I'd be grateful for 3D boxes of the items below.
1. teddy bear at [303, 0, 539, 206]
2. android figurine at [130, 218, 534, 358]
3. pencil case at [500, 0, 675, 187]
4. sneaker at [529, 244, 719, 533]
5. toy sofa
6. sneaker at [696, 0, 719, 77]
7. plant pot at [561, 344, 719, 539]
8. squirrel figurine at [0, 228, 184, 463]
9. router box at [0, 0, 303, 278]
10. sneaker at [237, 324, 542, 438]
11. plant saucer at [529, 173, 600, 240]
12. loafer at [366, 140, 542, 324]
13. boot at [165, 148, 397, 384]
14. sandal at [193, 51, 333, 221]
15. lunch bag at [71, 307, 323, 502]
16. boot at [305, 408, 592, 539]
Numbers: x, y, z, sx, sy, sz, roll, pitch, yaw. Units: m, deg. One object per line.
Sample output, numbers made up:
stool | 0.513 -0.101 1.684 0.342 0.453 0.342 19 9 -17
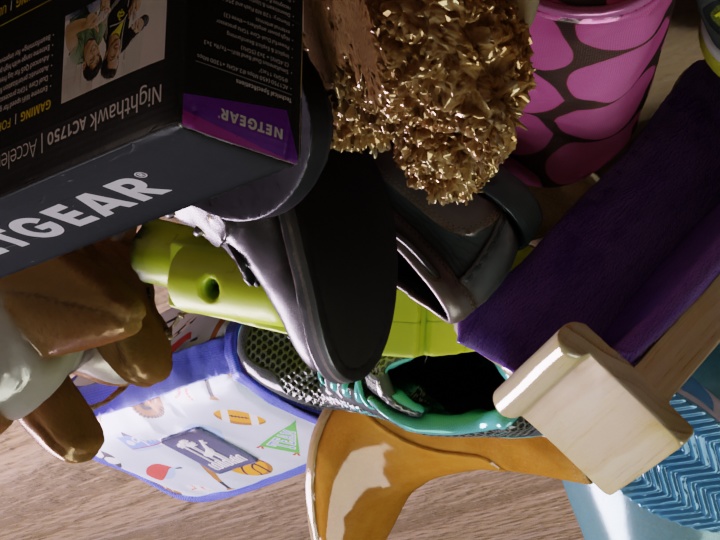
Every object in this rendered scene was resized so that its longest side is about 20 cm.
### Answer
teddy bear | 0.014 -0.089 0.760 0.067 0.145 0.200 -16 171 -11
android figurine | 0.000 0.000 0.988 0.200 0.041 0.182 11 -165 36
pencil case | 0.071 -0.097 0.847 0.094 0.091 0.200 30 164 8
sneaker | 0.139 0.057 1.153 0.077 0.200 0.081 -56 174 36
toy sofa | 0.136 -0.014 0.895 0.200 0.098 0.083 -45 178 -25
sneaker | 0.221 -0.110 0.830 0.200 0.074 0.085 -10 159 18
plant pot | 0.203 0.105 1.282 0.200 0.188 0.200 -3 -174 0
squirrel figurine | -0.179 0.002 1.095 0.200 0.142 0.187 37 -161 8
router box | -0.101 -0.084 0.733 0.051 0.149 0.200 18 156 -40
sneaker | 0.020 0.040 1.033 0.200 0.078 0.091 4 -174 30
plant saucer | 0.021 -0.048 1.095 0.200 0.035 0.200 -2 164 -1
loafer | -0.025 -0.042 0.910 0.200 0.063 0.072 24 161 23
boot | -0.087 -0.033 0.884 0.174 0.200 0.069 -19 -178 33
sandal | -0.090 -0.069 0.796 0.200 0.075 0.045 25 -154 36
lunch bag | -0.050 0.058 1.242 0.200 0.124 0.170 -7 170 -46
boot | 0.054 0.085 1.105 0.144 0.201 0.071 23 -158 31
